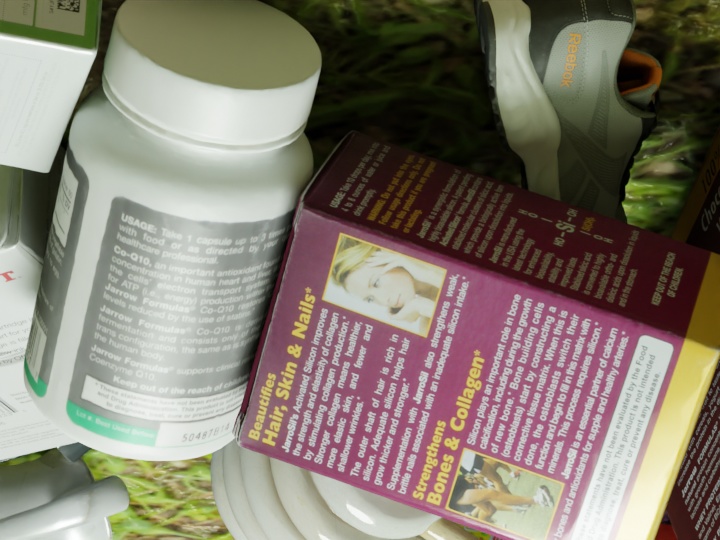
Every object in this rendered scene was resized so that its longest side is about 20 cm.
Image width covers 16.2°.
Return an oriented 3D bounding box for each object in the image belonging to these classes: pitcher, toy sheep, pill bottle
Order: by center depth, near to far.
[{"bbox_3d":[-0.085,-0.021,1.167,0.113,0.113,0.200,7,122,-15],"label":"pill bottle"},{"bbox_3d":[-0.009,0.105,1.307,0.138,0.138,0.200,20,150,-32],"label":"toy sheep"},{"bbox_3d":[-0.239,0.162,1.473,0.199,0.122,0.172,-16,173,-20],"label":"pitcher"}]

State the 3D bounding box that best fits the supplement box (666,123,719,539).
[{"bbox_3d":[0.234,0.040,1.199,0.132,0.200,0.198,9,124,-17],"label":"supplement box"}]

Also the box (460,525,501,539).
[{"bbox_3d":[0.126,0.183,1.420,0.200,0.193,0.122,-30,124,-3],"label":"box"}]

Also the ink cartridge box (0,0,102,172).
[{"bbox_3d":[-0.223,-0.109,1.125,0.199,0.059,0.104,9,148,-16],"label":"ink cartridge box"}]

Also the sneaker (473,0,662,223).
[{"bbox_3d":[0.110,-0.064,1.205,0.079,0.074,0.200,-12,149,8],"label":"sneaker"}]

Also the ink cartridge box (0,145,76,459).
[{"bbox_3d":[-0.187,0.013,1.313,0.144,0.084,0.200,-14,148,20],"label":"ink cartridge box"}]

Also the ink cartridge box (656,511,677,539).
[{"bbox_3d":[0.156,0.094,1.309,0.109,0.200,0.050,10,117,-19],"label":"ink cartridge box"}]

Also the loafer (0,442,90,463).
[{"bbox_3d":[-0.158,0.075,1.436,0.200,0.071,0.068,-12,149,18],"label":"loafer"}]

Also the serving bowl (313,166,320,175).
[{"bbox_3d":[0.000,0.000,1.316,0.199,0.066,0.200,-1,149,0],"label":"serving bowl"}]

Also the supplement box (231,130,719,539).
[{"bbox_3d":[0.060,0.038,1.161,0.199,0.103,0.131,20,117,6],"label":"supplement box"}]
